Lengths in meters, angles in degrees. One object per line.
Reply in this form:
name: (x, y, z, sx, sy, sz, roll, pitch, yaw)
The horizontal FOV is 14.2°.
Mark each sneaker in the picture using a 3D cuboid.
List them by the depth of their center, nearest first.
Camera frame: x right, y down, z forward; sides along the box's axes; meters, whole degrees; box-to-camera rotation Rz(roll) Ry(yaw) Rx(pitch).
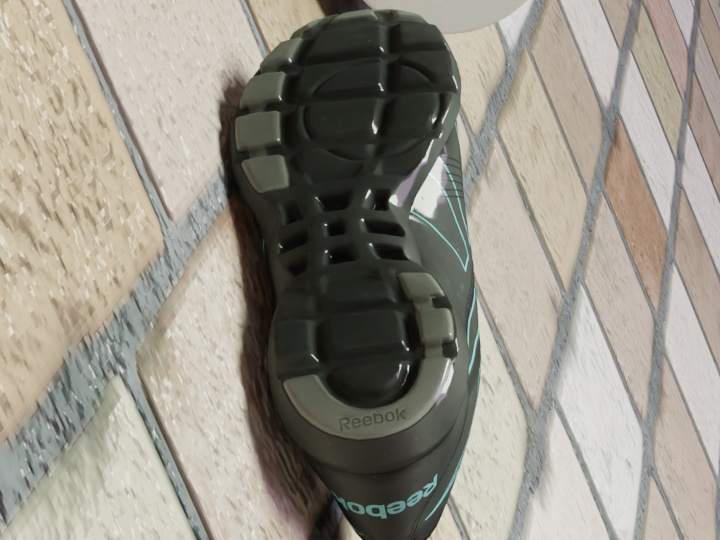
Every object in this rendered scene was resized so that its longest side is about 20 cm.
sneaker: (0.000, 0.000, 0.907, 0.079, 0.075, 0.201, 75, 11, -46)

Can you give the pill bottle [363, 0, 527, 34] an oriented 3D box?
pill bottle: (0.032, -0.183, 1.184, 0.200, 0.112, 0.113, -92, 157, -55)
